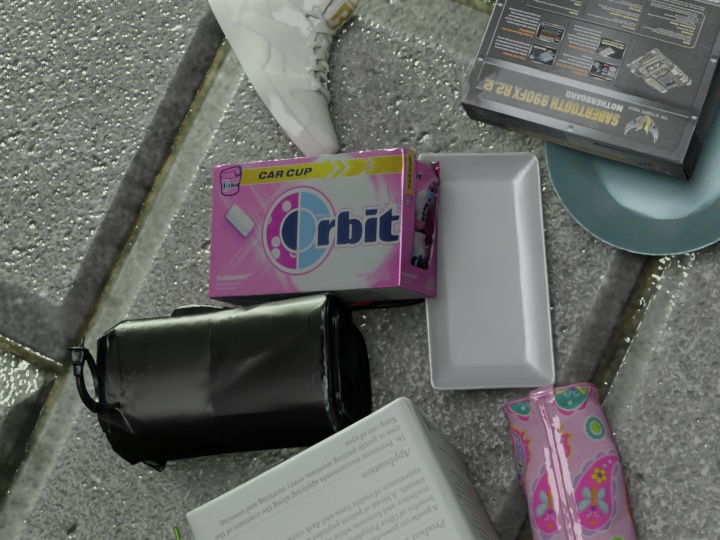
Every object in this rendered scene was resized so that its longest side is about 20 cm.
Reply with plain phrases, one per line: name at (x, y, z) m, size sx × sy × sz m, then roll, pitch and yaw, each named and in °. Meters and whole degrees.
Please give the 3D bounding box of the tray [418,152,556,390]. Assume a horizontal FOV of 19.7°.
tray at (0.103, 0.001, 1.729) m, size 0.106 × 0.022 × 0.202 m, roll -1°, pitch 77°, yaw -8°

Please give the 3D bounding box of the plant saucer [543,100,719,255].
plant saucer at (0.253, -0.105, 1.723) m, size 0.199 × 0.039 × 0.203 m, roll -4°, pitch 74°, yaw 14°

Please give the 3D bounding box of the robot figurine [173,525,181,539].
robot figurine at (-0.169, 0.309, 1.678) m, size 0.175 × 0.116 × 0.201 m, roll 32°, pitch 70°, yaw 2°

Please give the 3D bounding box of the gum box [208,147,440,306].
gum box at (-0.026, -0.033, 1.723) m, size 0.199 × 0.066 × 0.115 m, roll -3°, pitch 80°, yaw 30°

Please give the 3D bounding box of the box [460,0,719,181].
box at (0.201, -0.178, 1.711) m, size 0.199 × 0.048 × 0.160 m, roll 17°, pitch 81°, yaw 20°

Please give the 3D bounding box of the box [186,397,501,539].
box at (0.007, 0.234, 1.616) m, size 0.198 × 0.200 × 0.172 m, roll -29°, pitch 68°, yaw 6°

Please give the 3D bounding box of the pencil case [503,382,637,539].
pencil case at (0.172, 0.192, 1.644) m, size 0.087 × 0.087 × 0.202 m, roll -14°, pitch 72°, yaw 11°

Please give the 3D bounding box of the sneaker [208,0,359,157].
sneaker at (-0.044, -0.195, 1.811) m, size 0.115 × 0.074 × 0.201 m, roll -33°, pitch 68°, yaw 8°

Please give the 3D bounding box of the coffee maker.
coffee maker at (-0.104, 0.095, 1.687) m, size 0.198 × 0.192 × 0.136 m, roll -9°, pitch 93°, yaw 15°

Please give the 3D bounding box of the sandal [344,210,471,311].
sandal at (0.000, 0.000, 1.761) m, size 0.199 × 0.045 × 0.076 m, roll -18°, pitch 70°, yaw 10°
